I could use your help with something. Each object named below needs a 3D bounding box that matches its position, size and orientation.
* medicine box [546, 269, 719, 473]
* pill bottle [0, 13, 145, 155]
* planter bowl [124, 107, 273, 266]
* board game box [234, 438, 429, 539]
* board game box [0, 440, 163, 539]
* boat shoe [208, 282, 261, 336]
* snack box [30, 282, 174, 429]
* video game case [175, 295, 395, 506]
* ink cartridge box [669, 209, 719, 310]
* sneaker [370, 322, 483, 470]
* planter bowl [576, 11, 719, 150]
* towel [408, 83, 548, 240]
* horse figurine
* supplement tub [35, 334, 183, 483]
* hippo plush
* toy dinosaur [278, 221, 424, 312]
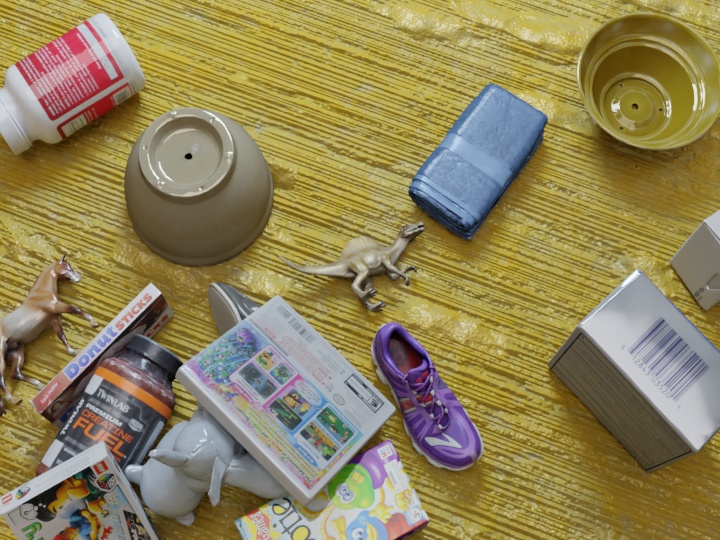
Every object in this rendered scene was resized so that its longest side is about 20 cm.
[{"bbox_3d":[0.328,0.123,1.147,0.103,0.200,0.183,-40,76,-11],"label":"medicine box"},{"bbox_3d":[-0.394,-0.242,1.302,0.198,0.113,0.113,-35,75,-12],"label":"pill bottle"},{"bbox_3d":[-0.213,-0.124,1.255,0.196,0.135,0.205,0,71,0],"label":"planter bowl"},{"bbox_3d":[-0.032,0.293,1.135,0.197,0.103,0.106,-26,74,-9],"label":"board game box"},{"bbox_3d":[-0.296,0.302,1.098,0.125,0.035,0.203,-28,119,-10],"label":"board game box"},{"bbox_3d":[-0.122,0.086,1.218,0.056,0.068,0.200,-17,51,-33],"label":"boat shoe"},{"bbox_3d":[-0.313,0.105,1.209,0.024,0.072,0.200,39,75,18],"label":"snack box"},{"bbox_3d":[-0.079,0.138,1.103,0.200,0.024,0.182,43,42,9],"label":"video game case"},{"bbox_3d":[0.504,-0.054,1.237,0.198,0.147,0.084,-32,73,-12],"label":"ink cartridge box"},{"bbox_3d":[0.075,0.153,1.195,0.080,0.084,0.201,-34,76,-11],"label":"sneaker"},{"bbox_3d":[0.380,-0.237,1.329,0.196,0.084,0.205,0,71,-1],"label":"planter bowl"},{"bbox_3d":[0.157,-0.148,1.315,0.111,0.049,0.201,35,75,10],"label":"towel"},{"bbox_3d":[-0.410,0.084,1.224,0.132,0.050,0.200,40,81,24],"label":"horse figurine"},{"bbox_3d":[-0.290,0.179,1.168,0.105,0.107,0.202,26,73,8],"label":"supplement tub"},{"bbox_3d":[-0.168,0.227,1.113,0.158,0.161,0.201,38,34,-8],"label":"hippo plush"},{"bbox_3d":[0.000,0.000,1.269,0.196,0.059,0.102,-17,58,-15],"label":"toy dinosaur"}]
